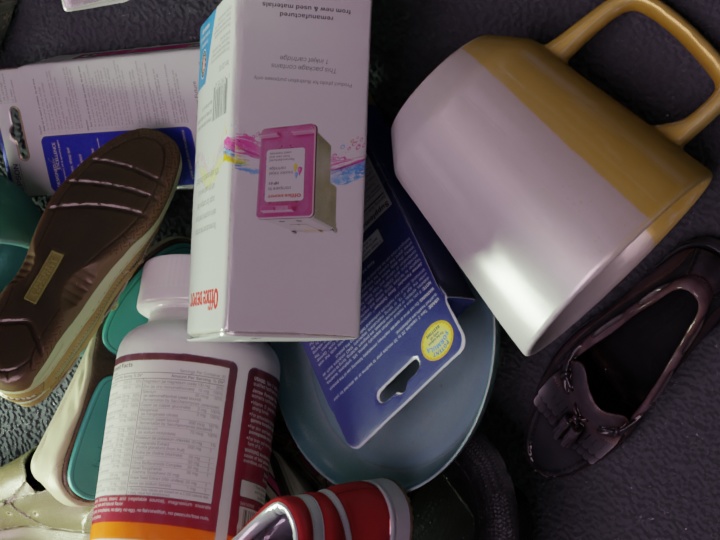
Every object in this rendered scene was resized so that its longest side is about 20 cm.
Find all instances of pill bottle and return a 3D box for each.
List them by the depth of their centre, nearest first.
[{"bbox_3d":[-0.110,0.098,1.217,0.109,0.110,0.201,-2,72,29],"label":"pill bottle"}]

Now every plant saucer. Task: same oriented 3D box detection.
[{"bbox_3d":[0.019,0.044,1.198,0.200,0.027,0.201,-4,84,45],"label":"plant saucer"}]

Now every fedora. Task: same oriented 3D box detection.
[{"bbox_3d":[0.052,0.195,1.224,0.200,0.091,0.201,-16,67,42],"label":"fedora"}]

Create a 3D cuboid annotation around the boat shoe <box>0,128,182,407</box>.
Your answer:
[{"bbox_3d":[-0.180,-0.001,1.230,0.072,0.076,0.200,29,75,22],"label":"boat shoe"}]

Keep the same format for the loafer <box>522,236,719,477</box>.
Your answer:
[{"bbox_3d":[0.157,0.060,1.148,0.072,0.063,0.200,43,122,9],"label":"loafer"}]

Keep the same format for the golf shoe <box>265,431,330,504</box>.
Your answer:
[{"bbox_3d":[-0.114,0.126,1.302,0.200,0.092,0.073,28,122,20],"label":"golf shoe"}]

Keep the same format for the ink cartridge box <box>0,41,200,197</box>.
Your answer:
[{"bbox_3d":[-0.161,-0.102,1.277,0.199,0.037,0.095,-2,108,26],"label":"ink cartridge box"}]

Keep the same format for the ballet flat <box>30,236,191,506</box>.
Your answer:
[{"bbox_3d":[-0.170,0.066,1.292,0.069,0.069,0.200,21,76,20],"label":"ballet flat"}]

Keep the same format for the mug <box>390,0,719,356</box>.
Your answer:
[{"bbox_3d":[0.112,-0.065,1.100,0.153,0.186,0.150,46,151,11],"label":"mug"}]

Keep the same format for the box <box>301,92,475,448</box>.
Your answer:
[{"bbox_3d":[0.000,0.000,1.179,0.121,0.032,0.200,-45,55,33],"label":"box"}]

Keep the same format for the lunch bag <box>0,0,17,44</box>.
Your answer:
[{"bbox_3d":[-0.352,-0.123,1.274,0.117,0.200,0.164,34,121,13],"label":"lunch bag"}]

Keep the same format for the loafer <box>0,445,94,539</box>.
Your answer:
[{"bbox_3d":[-0.249,0.164,1.403,0.199,0.076,0.068,0,107,18],"label":"loafer"}]

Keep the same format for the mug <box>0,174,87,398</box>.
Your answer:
[{"bbox_3d":[-0.278,0.011,1.299,0.152,0.185,0.115,-32,50,-3],"label":"mug"}]

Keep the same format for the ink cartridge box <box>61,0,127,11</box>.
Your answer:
[{"bbox_3d":[-0.177,-0.258,1.141,0.045,0.200,0.177,-10,105,-7],"label":"ink cartridge box"}]

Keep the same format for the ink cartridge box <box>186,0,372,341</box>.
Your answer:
[{"bbox_3d":[-0.051,-0.056,1.117,0.084,0.145,0.201,4,87,-13],"label":"ink cartridge box"}]

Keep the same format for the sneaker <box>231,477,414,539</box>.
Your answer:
[{"bbox_3d":[-0.037,0.226,1.145,0.071,0.112,0.201,16,100,46],"label":"sneaker"}]
